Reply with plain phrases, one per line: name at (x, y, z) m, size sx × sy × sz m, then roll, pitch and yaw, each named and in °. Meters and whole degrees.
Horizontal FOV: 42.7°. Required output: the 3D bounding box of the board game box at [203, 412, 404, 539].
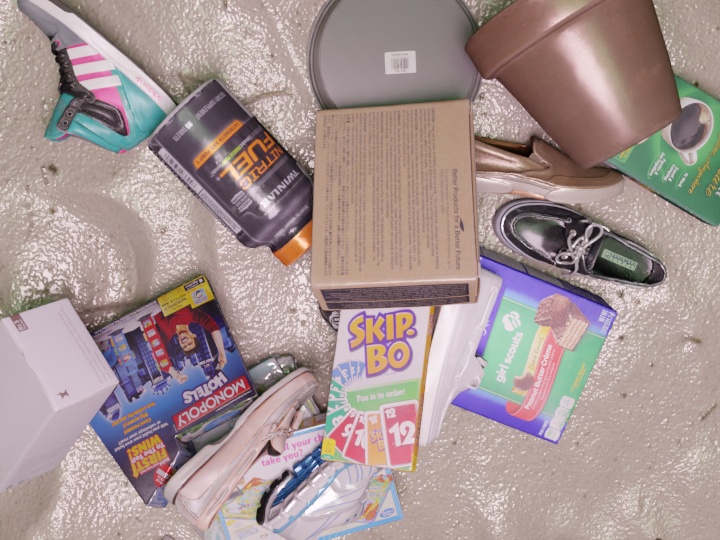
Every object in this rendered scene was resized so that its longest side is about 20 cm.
board game box at (-0.063, 0.238, 1.030) m, size 0.199 × 0.034 × 0.135 m, roll -15°, pitch 101°, yaw -1°

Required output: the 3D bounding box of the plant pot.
plant pot at (0.230, -0.203, 0.927) m, size 0.200 × 0.200 × 0.175 m, roll -29°, pitch 92°, yaw 2°

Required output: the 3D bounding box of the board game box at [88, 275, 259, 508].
board game box at (-0.212, 0.141, 0.997) m, size 0.199 × 0.062 × 0.201 m, roll -27°, pitch 73°, yaw 1°

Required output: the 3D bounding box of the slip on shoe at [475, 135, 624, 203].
slip on shoe at (0.194, -0.116, 1.013) m, size 0.199 × 0.076 × 0.061 m, roll 6°, pitch 110°, yaw 4°

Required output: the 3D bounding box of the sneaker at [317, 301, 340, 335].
sneaker at (0.000, 0.000, 1.024) m, size 0.115 × 0.075 × 0.201 m, roll -6°, pitch 73°, yaw 33°

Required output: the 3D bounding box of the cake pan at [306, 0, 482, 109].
cake pan at (0.040, -0.229, 1.005) m, size 0.199 × 0.037 × 0.202 m, roll -1°, pitch 99°, yaw -3°

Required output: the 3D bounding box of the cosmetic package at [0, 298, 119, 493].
cosmetic package at (-0.343, 0.134, 0.958) m, size 0.200 × 0.081 × 0.113 m, roll -44°, pitch 75°, yaw 38°

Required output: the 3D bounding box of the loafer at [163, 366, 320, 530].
loafer at (-0.111, 0.187, 0.963) m, size 0.200 × 0.072 × 0.063 m, roll -40°, pitch 70°, yaw -20°

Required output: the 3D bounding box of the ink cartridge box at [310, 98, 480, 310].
ink cartridge box at (0.036, -0.066, 0.930) m, size 0.164 × 0.075 × 0.201 m, roll -2°, pitch 67°, yaw 6°

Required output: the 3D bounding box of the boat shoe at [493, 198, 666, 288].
boat shoe at (0.247, -0.025, 1.032) m, size 0.198 × 0.068 × 0.074 m, roll 25°, pitch 97°, yaw -6°

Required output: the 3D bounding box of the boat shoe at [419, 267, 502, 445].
boat shoe at (0.102, 0.092, 0.972) m, size 0.068 × 0.072 × 0.201 m, roll 13°, pitch 91°, yaw -3°

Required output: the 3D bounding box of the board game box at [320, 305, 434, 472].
board game box at (0.020, 0.097, 0.936) m, size 0.095 × 0.030 × 0.201 m, roll 4°, pitch 76°, yaw 16°

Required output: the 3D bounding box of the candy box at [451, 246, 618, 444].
candy box at (0.160, 0.077, 1.039) m, size 0.199 × 0.077 × 0.170 m, roll 22°, pitch 99°, yaw -5°

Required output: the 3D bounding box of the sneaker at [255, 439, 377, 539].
sneaker at (-0.014, 0.221, 0.986) m, size 0.200 × 0.075 × 0.087 m, roll -41°, pitch 114°, yaw 7°

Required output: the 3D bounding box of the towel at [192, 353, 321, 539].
towel at (-0.130, 0.210, 1.060) m, size 0.199 × 0.048 × 0.172 m, roll -29°, pitch 99°, yaw 2°

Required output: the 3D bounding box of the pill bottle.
pill bottle at (-0.122, -0.098, 0.983) m, size 0.106 × 0.106 × 0.200 m, roll -43°, pitch 99°, yaw 4°

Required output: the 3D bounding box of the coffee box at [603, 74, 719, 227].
coffee box at (0.343, -0.148, 1.030) m, size 0.199 × 0.044 × 0.123 m, roll 28°, pitch 96°, yaw -6°

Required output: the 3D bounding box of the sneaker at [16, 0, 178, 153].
sneaker at (-0.305, -0.195, 0.973) m, size 0.200 × 0.084 × 0.121 m, roll 40°, pitch 85°, yaw -9°

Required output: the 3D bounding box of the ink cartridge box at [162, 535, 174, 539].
ink cartridge box at (-0.194, 0.432, 1.073) m, size 0.200 × 0.085 × 0.146 m, roll 37°, pitch 95°, yaw -10°
